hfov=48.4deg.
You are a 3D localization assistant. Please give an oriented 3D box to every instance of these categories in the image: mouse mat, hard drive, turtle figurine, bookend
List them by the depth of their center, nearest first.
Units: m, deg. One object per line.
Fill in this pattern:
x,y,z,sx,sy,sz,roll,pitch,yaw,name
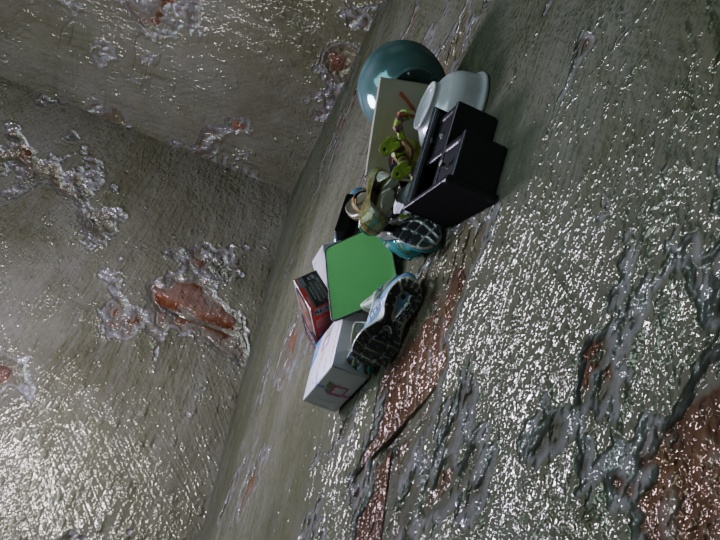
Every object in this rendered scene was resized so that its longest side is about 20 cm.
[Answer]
0.168,-0.196,1.323,0.200,0.091,0.202,154,135,-72,bookend
0.081,-0.243,1.572,0.161,0.063,0.203,-45,-57,-65,turtle figurine
0.000,0.000,1.650,0.159,0.008,0.202,-23,47,18,mouse mat
-0.028,-0.061,1.920,0.141,0.032,0.202,-74,-14,-46,hard drive

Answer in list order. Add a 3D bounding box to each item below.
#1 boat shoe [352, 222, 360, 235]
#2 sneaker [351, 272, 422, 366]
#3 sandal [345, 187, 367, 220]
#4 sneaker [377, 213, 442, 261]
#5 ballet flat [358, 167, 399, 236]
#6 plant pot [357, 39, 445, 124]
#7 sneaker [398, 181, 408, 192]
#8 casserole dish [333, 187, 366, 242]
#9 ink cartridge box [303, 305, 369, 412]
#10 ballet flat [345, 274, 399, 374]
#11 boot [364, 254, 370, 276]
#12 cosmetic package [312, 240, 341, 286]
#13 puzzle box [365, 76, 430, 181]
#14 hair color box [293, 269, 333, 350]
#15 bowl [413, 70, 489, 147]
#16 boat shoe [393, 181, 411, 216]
0.033,-0.106,1.837,0.063,0.072,0.203,-135,65,-79,boat shoe
0.054,0.089,1.469,0.201,0.078,0.090,-56,6,21,sneaker
0.011,-0.149,1.766,0.080,0.054,0.200,-42,21,-4,sandal
0.097,-0.059,1.490,0.077,0.080,0.199,-41,23,-15,sneaker
0.044,-0.145,1.529,0.202,0.070,0.071,-74,11,-48,ballet flat
0.101,-0.377,1.699,0.134,0.197,0.203,-116,47,-66,plant pot
0.096,-0.202,1.752,0.104,0.059,0.203,125,155,-58,sneaker
-0.015,-0.125,2.030,0.121,0.038,0.203,12,-81,-67,casserole dish
-0.040,0.186,1.669,0.200,0.083,0.146,128,159,-53,ink cartridge box
0.021,0.097,1.542,0.074,0.073,0.203,-171,102,-78,ballet flat
0.007,0.031,1.760,0.190,0.067,0.202,-106,29,-48,boot
-0.060,0.028,1.832,0.200,0.051,0.153,137,117,-76,cosmetic package
0.086,-0.285,1.639,0.025,0.131,0.203,-109,28,-70,puzzle box
-0.093,0.107,1.806,0.102,0.060,0.202,56,162,39,hair color box
0.161,-0.300,1.536,0.201,0.089,0.204,-160,90,-79,bowl
0.112,-0.129,1.524,0.201,0.069,0.072,130,159,-55,boat shoe
